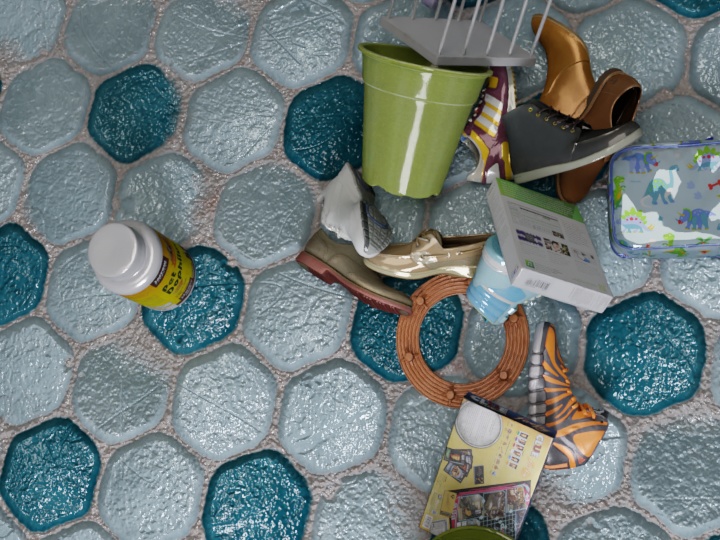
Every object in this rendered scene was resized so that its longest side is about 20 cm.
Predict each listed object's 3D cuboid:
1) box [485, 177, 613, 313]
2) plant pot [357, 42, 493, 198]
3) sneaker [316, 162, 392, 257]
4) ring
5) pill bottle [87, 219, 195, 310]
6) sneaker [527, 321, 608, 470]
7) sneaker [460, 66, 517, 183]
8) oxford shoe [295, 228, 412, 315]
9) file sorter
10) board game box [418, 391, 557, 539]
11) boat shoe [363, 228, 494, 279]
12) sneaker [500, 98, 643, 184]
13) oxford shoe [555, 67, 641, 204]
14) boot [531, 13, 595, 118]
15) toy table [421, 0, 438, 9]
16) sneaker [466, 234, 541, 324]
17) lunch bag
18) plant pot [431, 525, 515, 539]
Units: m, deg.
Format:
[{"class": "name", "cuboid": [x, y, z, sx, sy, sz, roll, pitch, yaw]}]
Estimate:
[{"class": "box", "cuboid": [0.253, -0.037, 1.374, 0.142, 0.037, 0.202, 17, 38, -18]}, {"class": "plant pot", "cuboid": [0.076, -0.213, 1.461, 0.197, 0.200, 0.194, 16, 108, 15]}, {"class": "sneaker", "cuboid": [-0.012, -0.075, 1.489, 0.087, 0.074, 0.201, -39, 33, 14]}, {"class": "ring", "cuboid": [0.147, 0.098, 1.471, 0.196, 0.019, 0.205, -2, 79, 12]}, {"class": "pill bottle", "cuboid": [-0.327, -0.009, 1.503, 0.107, 0.200, 0.112, -2, 78, 12]}, {"class": "sneaker", "cuboid": [0.288, 0.174, 1.402, 0.110, 0.078, 0.204, 1, 89, 8]}, {"class": "sneaker", "cuboid": [0.188, -0.230, 1.502, 0.088, 0.075, 0.204, -5, 76, 5]}, {"class": "oxford shoe", "cuboid": [0.000, 0.000, 1.499, 0.198, 0.071, 0.076, 28, 80, 15]}, {"class": "file sorter", "cuboid": [0.155, -0.377, 1.433, 0.139, 0.197, 0.126, 44, 130, 40]}, {"class": "board game box", "cuboid": [0.173, 0.287, 1.381, 0.134, 0.035, 0.203, 22, 105, 16]}, {"class": "boat shoe", "cuboid": [0.102, -0.031, 1.466, 0.196, 0.072, 0.066, 1, 115, 0]}, {"class": "sneaker", "cuboid": [0.282, -0.194, 1.384, 0.198, 0.074, 0.108, -16, 95, 36]}, {"class": "oxford shoe", "cuboid": [0.335, -0.182, 1.426, 0.070, 0.071, 0.203, 12, 110, -25]}, {"class": "boot", "cuboid": [0.288, -0.269, 1.491, 0.144, 0.071, 0.201, -46, 77, 0]}, {"class": "toy table", "cuboid": [0.119, -0.512, 1.533, 0.116, 0.184, 0.201, 35, 66, 2]}, {"class": "sneaker", "cuboid": [0.235, 0.021, 1.432, 0.132, 0.197, 0.080, -62, 32, 34]}, {"class": "lunch bag", "cuboid": [0.447, -0.100, 1.414, 0.196, 0.082, 0.164, -3, 79, 12]}, {"class": "plant pot", "cuboid": [0.130, 0.452, 1.287, 0.196, 0.193, 0.205, 0, 91, 19]}]
